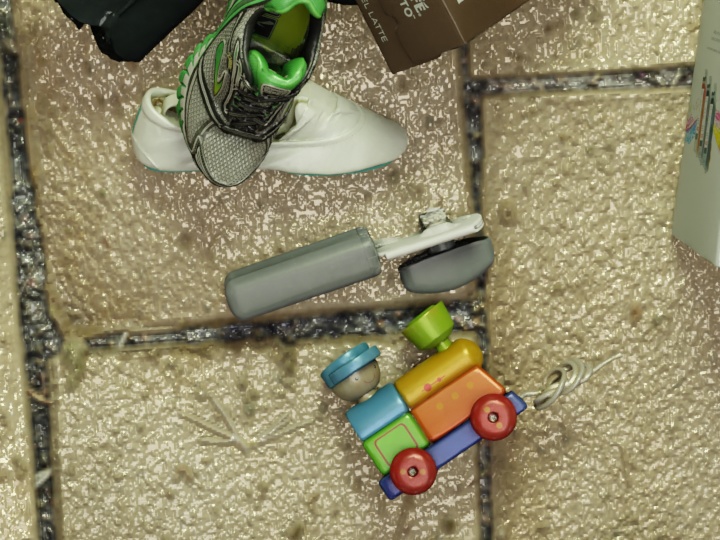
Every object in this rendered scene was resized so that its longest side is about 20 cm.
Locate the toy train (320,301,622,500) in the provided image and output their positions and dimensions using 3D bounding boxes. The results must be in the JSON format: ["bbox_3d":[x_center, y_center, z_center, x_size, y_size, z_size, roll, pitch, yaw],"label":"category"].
[{"bbox_3d":[0.077,0.070,1.782,0.200,0.085,0.116,-34,87,2],"label":"toy train"}]

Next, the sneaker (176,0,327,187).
[{"bbox_3d":[-0.074,-0.133,1.637,0.078,0.085,0.201,6,131,-15],"label":"sneaker"}]

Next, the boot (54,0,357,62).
[{"bbox_3d":[-0.104,-0.205,1.677,0.200,0.077,0.168,32,119,-32],"label":"boot"}]

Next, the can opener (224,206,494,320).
[{"bbox_3d":[0.000,0.000,1.771,0.199,0.053,0.067,-15,101,-2],"label":"can opener"}]

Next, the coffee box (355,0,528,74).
[{"bbox_3d":[0.082,-0.233,1.671,0.200,0.080,0.115,-38,104,-38],"label":"coffee box"}]

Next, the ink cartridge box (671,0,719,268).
[{"bbox_3d":[0.316,-0.101,1.733,0.144,0.145,0.201,5,100,-6],"label":"ink cartridge box"}]

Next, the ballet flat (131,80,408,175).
[{"bbox_3d":[-0.065,-0.105,1.735,0.199,0.069,0.070,-1,100,-2],"label":"ballet flat"}]
